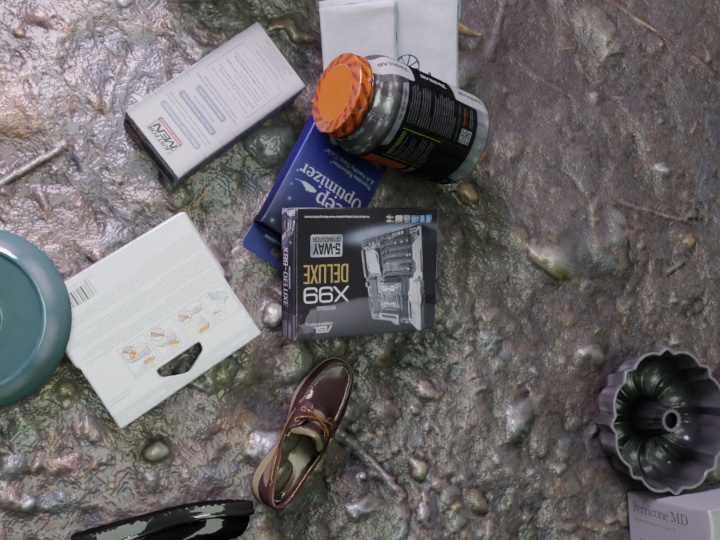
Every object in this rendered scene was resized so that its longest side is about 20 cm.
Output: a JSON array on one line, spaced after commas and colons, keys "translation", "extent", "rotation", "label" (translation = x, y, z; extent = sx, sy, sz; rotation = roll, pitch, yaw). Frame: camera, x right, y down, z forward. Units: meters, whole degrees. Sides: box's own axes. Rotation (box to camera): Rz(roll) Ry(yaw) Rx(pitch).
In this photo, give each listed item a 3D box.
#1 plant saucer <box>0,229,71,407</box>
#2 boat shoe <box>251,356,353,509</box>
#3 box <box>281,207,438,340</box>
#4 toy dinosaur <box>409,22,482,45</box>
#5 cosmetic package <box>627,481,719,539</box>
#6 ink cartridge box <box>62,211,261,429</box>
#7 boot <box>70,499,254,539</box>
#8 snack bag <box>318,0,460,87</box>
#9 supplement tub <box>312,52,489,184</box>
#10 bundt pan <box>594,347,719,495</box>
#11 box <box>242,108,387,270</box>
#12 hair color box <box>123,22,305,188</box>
[{"translation": [-0.415, 0.052, 0.850], "extent": [0.200, 0.027, 0.200], "rotation": [0, 89, -5], "label": "plant saucer"}, {"translation": [-0.061, 0.197, 0.964], "extent": [0.072, 0.072, 0.200], "rotation": [36, 74, -13], "label": "boat shoe"}, {"translation": [0.000, 0.000, 0.990], "extent": [0.200, 0.050, 0.158], "rotation": [-2, 96, -28], "label": "box"}, {"translation": [0.083, -0.341, 1.076], "extent": [0.200, 0.058, 0.101], "rotation": [23, 76, -16], "label": "toy dinosaur"}, {"translation": [0.490, 0.408, 1.092], "extent": [0.166, 0.167, 0.200], "rotation": [0, 84, -19], "label": "cosmetic package"}, {"translation": [-0.244, 0.055, 0.928], "extent": [0.200, 0.044, 0.174], "rotation": [-34, 97, -19], "label": "ink cartridge box"}, {"translation": [-0.211, 0.349, 0.890], "extent": [0.211, 0.079, 0.158], "rotation": [-12, 82, -10], "label": "boot"}, {"translation": [0.045, -0.259, 1.031], "extent": [0.200, 0.021, 0.189], "rotation": [-11, 115, -18], "label": "snack bag"}, {"translation": [0.050, -0.185, 0.970], "extent": [0.200, 0.122, 0.123], "rotation": [14, 80, -36], "label": "supplement tub"}, {"translation": [0.418, 0.211, 1.133], "extent": [0.202, 0.076, 0.202], "rotation": [2, 85, -20], "label": "bundt pan"}, {"translation": [-0.052, -0.089, 1.000], "extent": [0.121, 0.032, 0.200], "rotation": [32, 80, -28], "label": "box"}, {"translation": [-0.176, -0.201, 0.968], "extent": [0.200, 0.061, 0.099], "rotation": [-40, 98, -19], "label": "hair color box"}]
